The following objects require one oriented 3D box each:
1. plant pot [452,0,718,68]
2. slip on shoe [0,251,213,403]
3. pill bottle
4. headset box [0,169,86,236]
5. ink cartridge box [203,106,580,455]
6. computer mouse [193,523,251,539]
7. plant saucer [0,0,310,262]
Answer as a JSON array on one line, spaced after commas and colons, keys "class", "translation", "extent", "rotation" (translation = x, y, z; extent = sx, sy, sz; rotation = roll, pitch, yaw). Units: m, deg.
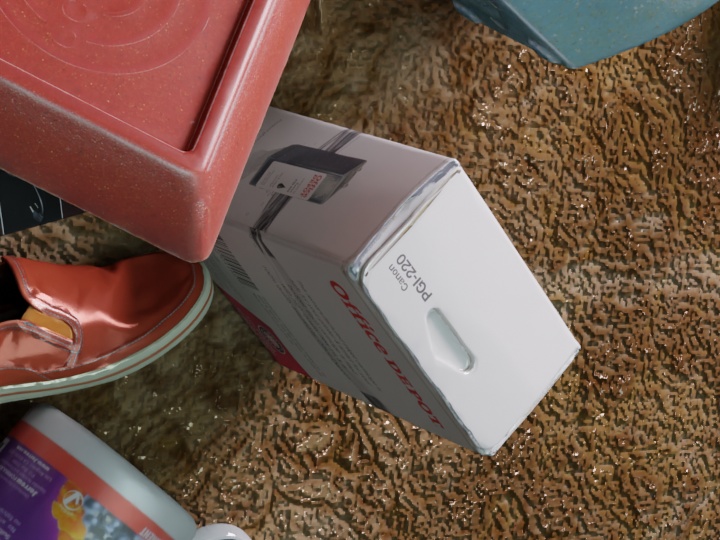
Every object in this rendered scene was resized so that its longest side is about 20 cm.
[{"class": "plant pot", "translation": [0.111, -0.229, 1.174], "extent": [0.196, 0.196, 0.200], "rotation": [39, 89, -36]}, {"class": "slip on shoe", "translation": [-0.165, 0.022, 1.118], "extent": [0.199, 0.074, 0.061], "rotation": [-14, 128, -26]}, {"class": "pill bottle", "translation": [-0.185, 0.178, 1.127], "extent": [0.200, 0.111, 0.111], "rotation": [-52, 125, -11]}, {"class": "headset box", "translation": [-0.227, -0.058, 1.008], "extent": [0.199, 0.149, 0.078], "rotation": [-16, 112, -29]}, {"class": "ink cartridge box", "translation": [0.000, 0.000, 1.148], "extent": [0.085, 0.200, 0.146], "rotation": [-46, 124, -15]}, {"class": "computer mouse", "translation": [-0.077, 0.221, 1.259], "extent": [0.109, 0.044, 0.201], "rotation": [-26, 122, -21]}, {"class": "plant saucer", "translation": [-0.120, -0.132, 0.974], "extent": [0.199, 0.037, 0.200], "rotation": [26, 60, -12]}]
